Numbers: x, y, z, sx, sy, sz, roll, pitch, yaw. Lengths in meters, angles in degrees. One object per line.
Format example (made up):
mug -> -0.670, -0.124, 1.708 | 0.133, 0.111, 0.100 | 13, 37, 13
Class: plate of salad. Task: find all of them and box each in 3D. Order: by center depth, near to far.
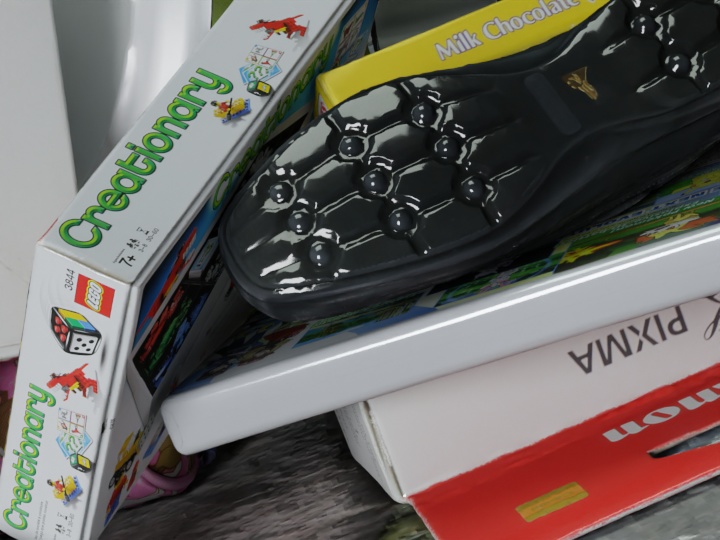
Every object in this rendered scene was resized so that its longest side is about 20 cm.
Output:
plate of salad -> -0.101, -0.083, 0.871 | 0.048, 0.200, 0.200 | 4, -5, -35

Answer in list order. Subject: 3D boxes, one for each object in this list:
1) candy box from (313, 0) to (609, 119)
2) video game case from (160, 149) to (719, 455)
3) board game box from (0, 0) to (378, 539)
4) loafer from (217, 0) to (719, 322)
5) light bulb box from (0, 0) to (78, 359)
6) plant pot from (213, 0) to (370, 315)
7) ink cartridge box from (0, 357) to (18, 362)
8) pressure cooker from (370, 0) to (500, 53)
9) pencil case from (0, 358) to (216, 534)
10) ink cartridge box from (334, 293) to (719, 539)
candy box -> 0.075, -0.068, 0.813 | 0.200, 0.026, 0.102 | -23, -26, -15
video game case -> 0.052, -0.002, 0.782 | 0.200, 0.022, 0.182 | -18, 10, 18
board game box -> -0.052, -0.016, 0.765 | 0.035, 0.126, 0.200 | 24, 43, 8
loafer -> 0.049, -0.034, 0.734 | 0.200, 0.068, 0.070 | -27, -24, -15
light bulb box -> -0.192, -0.065, 0.827 | 0.125, 0.198, 0.200 | -9, 5, -26
plant pot -> -0.063, -0.052, 1.076 | 0.200, 0.200, 0.193 | -23, 24, -10
ink cartridge box -> -0.220, 0.061, 0.834 | 0.200, 0.044, 0.174 | -4, 7, 43
pressure cooker -> 0.115, -0.128, 1.075 | 0.176, 0.179, 0.200 | -24, 11, -27
pencil case -> -0.158, 0.068, 0.905 | 0.200, 0.083, 0.087 | -18, -23, 21
ink cartridge box -> 0.097, 0.021, 0.759 | 0.200, 0.045, 0.176 | -23, 10, -7
